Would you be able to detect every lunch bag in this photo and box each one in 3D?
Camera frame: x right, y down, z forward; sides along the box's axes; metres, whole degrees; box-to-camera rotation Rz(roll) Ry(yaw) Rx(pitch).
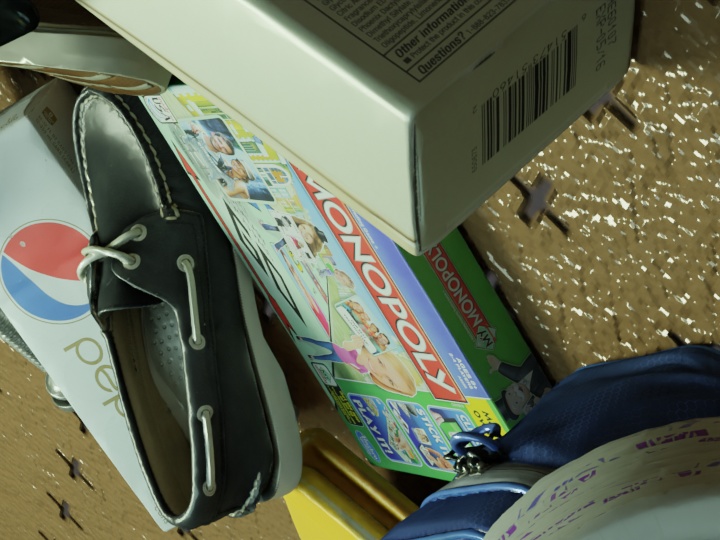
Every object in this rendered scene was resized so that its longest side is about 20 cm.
[{"bbox_3d":[0.099,0.129,0.864,0.200,0.132,0.136,52,156,-7],"label":"lunch bag"}]

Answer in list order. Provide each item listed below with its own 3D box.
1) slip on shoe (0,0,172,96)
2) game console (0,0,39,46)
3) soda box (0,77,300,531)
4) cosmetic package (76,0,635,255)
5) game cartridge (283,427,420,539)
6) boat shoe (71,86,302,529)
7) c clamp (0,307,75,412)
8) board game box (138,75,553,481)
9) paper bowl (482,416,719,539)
[{"bbox_3d":[-0.140,-0.114,1.003,0.076,0.061,0.200,12,-176,-34],"label":"slip on shoe"},{"bbox_3d":[-0.185,-0.165,0.849,0.200,0.116,0.176,174,99,-67],"label":"game console"},{"bbox_3d":[-0.112,0.015,1.116,0.200,0.068,0.064,56,-160,-15],"label":"soda box"},{"bbox_3d":[-0.021,-0.107,0.760,0.200,0.104,0.073,38,155,26],"label":"cosmetic package"},{"bbox_3d":[0.045,0.169,1.116,0.176,0.032,0.200,38,165,24],"label":"game cartridge"},{"bbox_3d":[-0.086,0.011,1.037,0.074,0.060,0.200,-10,99,51],"label":"boat shoe"},{"bbox_3d":[-0.174,0.001,1.127,0.200,0.027,0.171,41,-154,-48],"label":"c clamp"},{"bbox_3d":[0.000,0.000,0.973,0.135,0.029,0.200,5,131,59],"label":"board game box"},{"bbox_3d":[0.116,0.141,0.733,0.201,0.201,0.104,54,-167,-10],"label":"paper bowl"}]
